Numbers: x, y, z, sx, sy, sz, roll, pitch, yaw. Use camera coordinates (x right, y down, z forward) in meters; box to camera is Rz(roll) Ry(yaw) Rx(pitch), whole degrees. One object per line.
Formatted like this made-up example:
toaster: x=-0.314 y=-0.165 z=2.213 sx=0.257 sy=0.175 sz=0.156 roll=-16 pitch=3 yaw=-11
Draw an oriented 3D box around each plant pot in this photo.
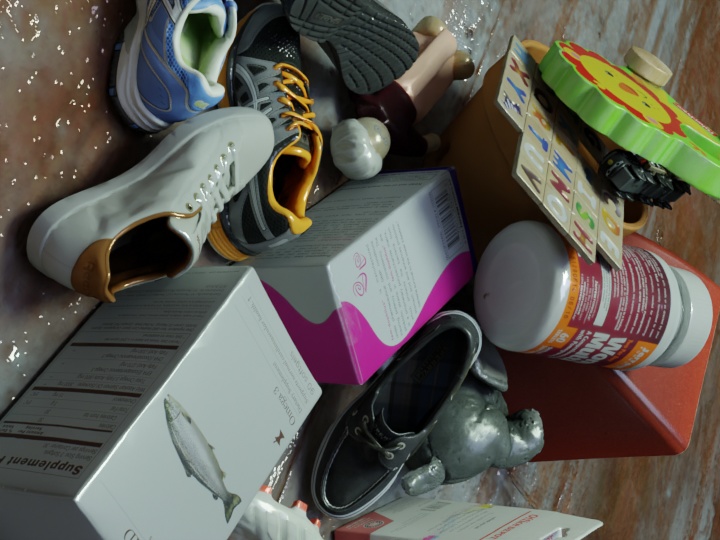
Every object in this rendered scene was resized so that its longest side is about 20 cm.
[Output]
plant pot: x=0.219 y=0.058 z=1.218 sx=0.176 sy=0.199 sz=0.201 roll=44 pitch=54 yaw=-30
plant pot: x=0.153 y=-0.091 z=1.123 sx=0.200 sy=0.140 sz=0.201 roll=35 pitch=37 yaw=-31

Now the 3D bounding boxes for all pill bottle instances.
pill bottle: x=0.203 y=0.027 z=1.039 sx=0.199 sy=0.109 sz=0.110 roll=12 pitch=78 yaw=-33

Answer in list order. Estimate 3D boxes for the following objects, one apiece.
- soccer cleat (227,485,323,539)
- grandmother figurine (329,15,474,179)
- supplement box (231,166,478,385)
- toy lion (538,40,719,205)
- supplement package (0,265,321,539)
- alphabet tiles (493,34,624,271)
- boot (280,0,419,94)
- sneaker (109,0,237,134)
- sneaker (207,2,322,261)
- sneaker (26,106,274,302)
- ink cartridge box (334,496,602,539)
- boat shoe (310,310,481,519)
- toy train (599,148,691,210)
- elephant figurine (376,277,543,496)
soccer cleat: x=-0.058 y=0.225 z=0.914 sx=0.200 sy=0.069 sz=0.078 roll=51 pitch=52 yaw=-44
grandmother figurine: x=0.030 y=-0.149 z=1.058 sx=0.121 sy=0.061 sz=0.200 roll=42 pitch=48 yaw=-10
supplement box: x=0.000 y=0.000 z=0.973 sx=0.200 sy=0.103 sz=0.102 roll=-40 pitch=121 yaw=-50
toy lion: x=0.253 y=-0.131 z=1.059 sx=0.069 sy=0.200 sz=0.191 roll=-55 pitch=160 yaw=25
supplement package: x=-0.134 y=0.104 z=0.765 sx=0.200 sy=0.117 sz=0.117 roll=-56 pitch=132 yaw=-39
alphabet tiles: x=0.167 y=-0.094 z=0.999 sx=0.167 sy=0.008 sz=0.200 roll=47 pitch=31 yaw=-18
boot: x=-0.028 y=-0.226 z=0.947 sx=0.132 sy=0.070 sz=0.200 roll=59 pitch=9 yaw=23
sneaker: x=-0.116 y=-0.194 z=0.839 sx=0.076 sy=0.077 sz=0.201 roll=16 pitch=74 yaw=-51
sneaker: x=-0.063 y=-0.106 z=0.911 sx=0.078 sy=0.077 sz=0.201 roll=17 pitch=73 yaw=-51
sneaker: x=-0.114 y=-0.038 z=0.796 sx=0.200 sy=0.084 sz=0.073 roll=-39 pitch=145 yaw=-34
ink cartridge box: x=0.092 y=0.242 z=1.007 sx=0.116 sy=0.199 sz=0.068 roll=-10 pitch=96 yaw=-54
boat shoe: x=0.028 y=0.118 z=0.963 sx=0.200 sy=0.070 sz=0.066 roll=-49 pitch=177 yaw=3
toy train: x=0.256 y=-0.083 z=1.085 sx=0.046 sy=0.034 sz=0.200 roll=55 pitch=23 yaw=18
elephant figurine: x=0.076 y=0.082 z=1.077 sx=0.155 sy=0.141 sz=0.201 roll=153 pitch=-73 yaw=-81
